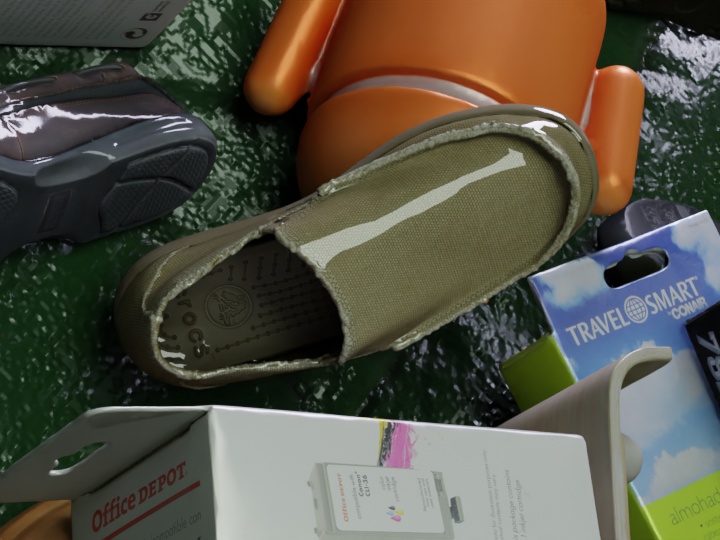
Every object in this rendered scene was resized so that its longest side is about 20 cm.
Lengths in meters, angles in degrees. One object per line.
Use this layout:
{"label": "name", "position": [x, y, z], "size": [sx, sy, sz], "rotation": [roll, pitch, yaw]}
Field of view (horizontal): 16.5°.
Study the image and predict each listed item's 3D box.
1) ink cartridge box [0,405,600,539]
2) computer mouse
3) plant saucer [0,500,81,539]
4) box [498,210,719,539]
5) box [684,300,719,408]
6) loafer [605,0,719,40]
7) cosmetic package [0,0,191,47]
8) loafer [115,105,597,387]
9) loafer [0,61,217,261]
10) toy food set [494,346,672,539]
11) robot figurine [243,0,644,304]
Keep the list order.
{"label": "ink cartridge box", "position": [-0.027, 0.100, 0.892], "size": [0.200, 0.116, 0.068], "rotation": [7, 65, -30]}
{"label": "computer mouse", "position": [0.187, 0.007, 1.185], "size": [0.200, 0.034, 0.059], "rotation": [12, 40, -34]}
{"label": "plant saucer", "position": [-0.066, 0.169, 0.931], "size": [0.200, 0.037, 0.201], "rotation": [15, 60, -27]}
{"label": "box", "position": [0.144, 0.084, 1.059], "size": [0.122, 0.048, 0.200], "rotation": [-19, 79, -39]}
{"label": "box", "position": [0.260, 0.084, 1.067], "size": [0.200, 0.050, 0.199], "rotation": [-14, 75, -31]}
{"label": "loafer", "position": [0.146, -0.165, 1.213], "size": [0.200, 0.076, 0.068], "rotation": [19, 57, -37]}
{"label": "cosmetic package", "position": [-0.167, -0.150, 0.996], "size": [0.200, 0.071, 0.102], "rotation": [-3, 70, -34]}
{"label": "loafer", "position": [0.000, 0.000, 0.960], "size": [0.067, 0.200, 0.076], "rotation": [-96, 160, -72]}
{"label": "loafer", "position": [-0.148, -0.041, 0.969], "size": [0.200, 0.072, 0.063], "rotation": [-13, 56, -43]}
{"label": "toy food set", "position": [0.078, 0.144, 0.969], "size": [0.060, 0.143, 0.200], "rotation": [17, 59, -30]}
{"label": "robot figurine", "position": [0.037, -0.076, 1.069], "size": [0.144, 0.116, 0.200], "rotation": [38, 52, -30]}
